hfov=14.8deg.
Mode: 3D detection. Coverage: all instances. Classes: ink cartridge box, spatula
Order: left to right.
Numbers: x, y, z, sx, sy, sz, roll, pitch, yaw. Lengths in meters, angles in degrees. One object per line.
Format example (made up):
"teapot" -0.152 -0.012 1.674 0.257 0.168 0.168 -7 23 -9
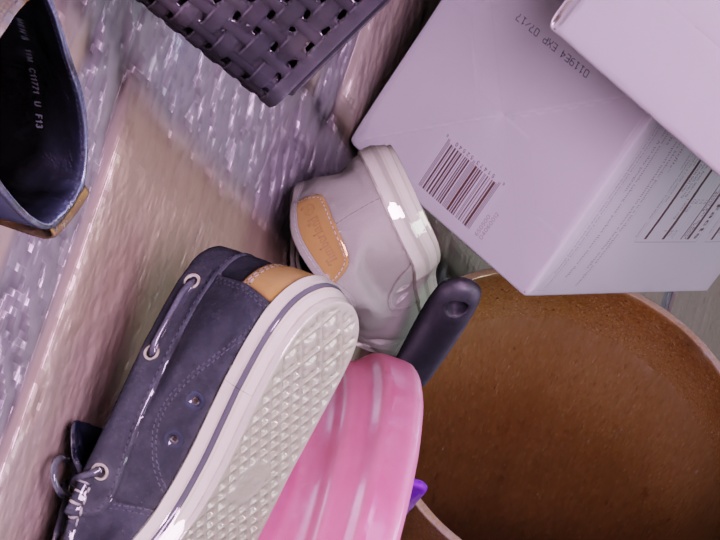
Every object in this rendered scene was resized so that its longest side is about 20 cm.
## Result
"spatula" 0.015 0.060 1.188 0.200 0.056 0.021 113 -19 -50
"ink cartridge box" 0.172 -0.097 1.127 0.083 0.146 0.200 -50 175 21

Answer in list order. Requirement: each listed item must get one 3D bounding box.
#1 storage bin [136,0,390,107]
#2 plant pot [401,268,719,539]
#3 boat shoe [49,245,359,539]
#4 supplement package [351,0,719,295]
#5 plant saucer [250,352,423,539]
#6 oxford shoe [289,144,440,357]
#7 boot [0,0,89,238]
"storage bin" 0.004 -0.163 0.830 0.135 0.094 0.200 -41 -166 48
"plant pot" 0.077 0.130 1.379 0.200 0.186 0.187 110 7 -51
"boat shoe" -0.074 0.081 0.968 0.200 0.062 0.075 -60 154 6
"supplement package" 0.109 -0.064 1.240 0.110 0.114 0.200 -56 155 18
"plant saucer" -0.035 0.122 1.063 0.201 0.051 0.201 -159 -90 -81
"oxford shoe" 0.000 0.000 1.171 0.058 0.075 0.200 -26 165 -4
"boot" -0.111 -0.086 0.601 0.200 0.097 0.075 87 24 -50
